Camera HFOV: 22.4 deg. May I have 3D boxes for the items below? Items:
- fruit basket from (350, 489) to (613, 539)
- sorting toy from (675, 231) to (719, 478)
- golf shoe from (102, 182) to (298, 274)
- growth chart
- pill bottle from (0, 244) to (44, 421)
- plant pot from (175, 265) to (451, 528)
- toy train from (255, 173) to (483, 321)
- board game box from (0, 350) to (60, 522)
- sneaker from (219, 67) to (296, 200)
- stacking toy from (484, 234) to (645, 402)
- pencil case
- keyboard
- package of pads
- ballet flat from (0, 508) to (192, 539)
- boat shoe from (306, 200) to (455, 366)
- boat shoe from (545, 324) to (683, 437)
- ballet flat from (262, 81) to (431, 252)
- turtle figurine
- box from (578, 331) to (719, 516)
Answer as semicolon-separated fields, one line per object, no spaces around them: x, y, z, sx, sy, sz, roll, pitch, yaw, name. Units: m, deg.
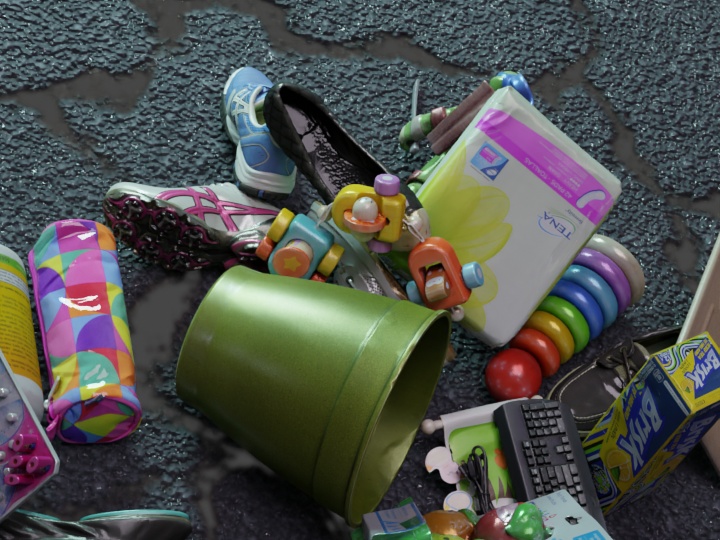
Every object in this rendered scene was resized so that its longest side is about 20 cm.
0.092;0.223;1.494;0.199;0.185;0.094;-22;98;-3;fruit basket
0.356;0.083;1.740;0.186;0.036;0.200;57;48;-29;sorting toy
-0.145;-0.044;1.696;0.199;0.073;0.092;18;42;-17;golf shoe
0.145;0.207;1.633;0.144;0.018;0.201;-19;73;-26;growth chart
-0.324;0.085;1.515;0.110;0.111;0.201;-2;57;-20;pill bottle
-0.049;0.090;1.571;0.192;0.201;0.201;24;51;14;plant pot
0.000;0.000;1.613;0.199;0.151;0.056;-14;19;21;toy train
-0.354;0.133;1.437;0.201;0.200;0.026;57;17;22;board game box
-0.088;-0.148;1.754;0.075;0.077;0.200;8;32;-20;sneaker
0.186;0.055;1.737;0.085;0.086;0.200;40;60;11;stacking toy
-0.242;0.054;1.584;0.088;0.089;0.201;0;55;-18;pencil case
0.158;0.212;1.613;0.126;0.021;0.201;-7;68;-21;keyboard
0.131;-0.046;1.692;0.154;0.068;0.200;39;87;-7;package of pads
-0.237;0.230;1.479;0.198;0.068;0.069;3;65;-5;ballet flat
0.002;0.024;1.694;0.069;0.071;0.200;-41;74;5;boat shoe
0.261;0.095;1.733;0.200;0.066;0.072;-20;62;-31;boat shoe
-0.016;-0.090;1.633;0.200;0.057;0.066;44;84;4;ballet flat
0.105;-0.095;1.810;0.144;0.200;0.195;38;71;-18;turtle figurine
0.261;0.139;1.618;0.070;0.200;0.064;-20;65;-30;box
